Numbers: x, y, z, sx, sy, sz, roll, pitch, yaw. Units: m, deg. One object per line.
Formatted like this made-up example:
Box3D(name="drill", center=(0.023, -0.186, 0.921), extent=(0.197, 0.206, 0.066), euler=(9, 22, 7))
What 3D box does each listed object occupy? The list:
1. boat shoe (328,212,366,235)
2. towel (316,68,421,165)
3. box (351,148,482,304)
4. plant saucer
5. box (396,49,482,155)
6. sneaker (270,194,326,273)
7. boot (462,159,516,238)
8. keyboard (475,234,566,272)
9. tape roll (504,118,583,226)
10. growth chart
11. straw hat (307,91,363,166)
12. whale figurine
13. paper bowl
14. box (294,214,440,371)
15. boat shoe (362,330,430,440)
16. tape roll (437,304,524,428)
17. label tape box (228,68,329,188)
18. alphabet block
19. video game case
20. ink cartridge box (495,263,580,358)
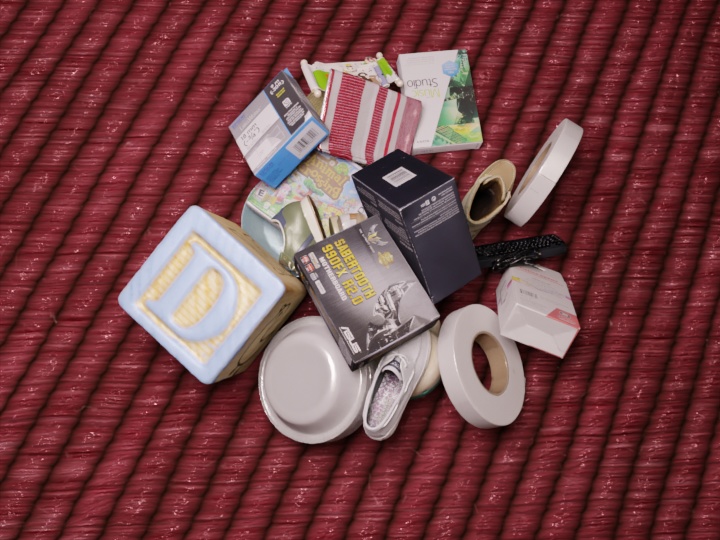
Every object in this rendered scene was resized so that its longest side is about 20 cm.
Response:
Box3D(name="boat shoe", center=(0.000, 0.000, 1.027), extent=(0.067, 0.075, 0.205), euler=(-13, 89, -11))
Box3D(name="towel", center=(0.019, -0.265, 1.092), extent=(0.196, 0.023, 0.148), euler=(11, 93, -30))
Box3D(name="box", center=(0.091, -0.079, 1.004), extent=(0.103, 0.200, 0.185), euler=(-29, 122, -10))
Box3D(name="plant saucer", center=(-0.119, -0.084, 1.105), extent=(0.196, 0.039, 0.206), euler=(1, 76, -4))
Box3D(name="box", center=(0.155, -0.334, 1.186), extent=(0.141, 0.036, 0.205), euler=(-7, 79, -6))
Box3D(name="sneaker", center=(-0.094, -0.019, 1.025), extent=(0.088, 0.067, 0.204), euler=(-19, 84, 6))
Box3D(name="boot", center=(0.236, -0.141, 1.086), extent=(0.072, 0.155, 0.201), euler=(37, 77, 5))
Box3D(name="keyboard", center=(0.283, -0.043, 1.097), extent=(0.195, 0.105, 0.040), euler=(-11, 119, -7))
Box3D(name="tape roll", center=(0.326, -0.174, 1.078), extent=(0.037, 0.203, 0.205), euler=(31, 76, 3))
Box3D(name="growth chart", center=(-0.016, -0.367, 1.135), extent=(0.196, 0.018, 0.146), euler=(-13, 48, -24))
Box3D(name="straw hat", center=(-0.033, -0.292, 1.135), extent=(0.196, 0.085, 0.206), euler=(1, 77, -4))
Box3D(name="whale figurine", center=(0.070, 0.130, 1.052), extent=(0.157, 0.104, 0.202), euler=(-28, 58, -2))
Box3D(name="paper bowl", center=(-0.076, 0.176, 0.978), extent=(0.196, 0.104, 0.206), euler=(-5, 77, 22))
Box3D(name="box", center=(0.007, 0.031, 0.940), extent=(0.156, 0.049, 0.202), euler=(-25, 70, -16))
Box3D(name="boat shoe", center=(0.054, 0.162, 0.940), extent=(0.071, 0.069, 0.202), euler=(25, 73, 20))
Box3D(name="tape roll", center=(0.207, 0.160, 1.012), extent=(0.200, 0.037, 0.207), euler=(23, 56, -38))
Box3D(name="label tape box", center=(-0.159, -0.270, 1.069), extent=(0.144, 0.063, 0.202), euler=(-41, 57, 14))
Box3D(name="alphabet block", center=(-0.225, 0.040, 0.967), extent=(0.196, 0.200, 0.196), euler=(42, 92, 6))
Box3D(name="video game case", center=(-0.077, -0.135, 1.088), extent=(0.198, 0.022, 0.184), euler=(35, 77, 4))
Box3D(name="ink cartridge box", center=(0.305, 0.055, 1.060), extent=(0.114, 0.201, 0.069), euler=(21, 118, 0))
